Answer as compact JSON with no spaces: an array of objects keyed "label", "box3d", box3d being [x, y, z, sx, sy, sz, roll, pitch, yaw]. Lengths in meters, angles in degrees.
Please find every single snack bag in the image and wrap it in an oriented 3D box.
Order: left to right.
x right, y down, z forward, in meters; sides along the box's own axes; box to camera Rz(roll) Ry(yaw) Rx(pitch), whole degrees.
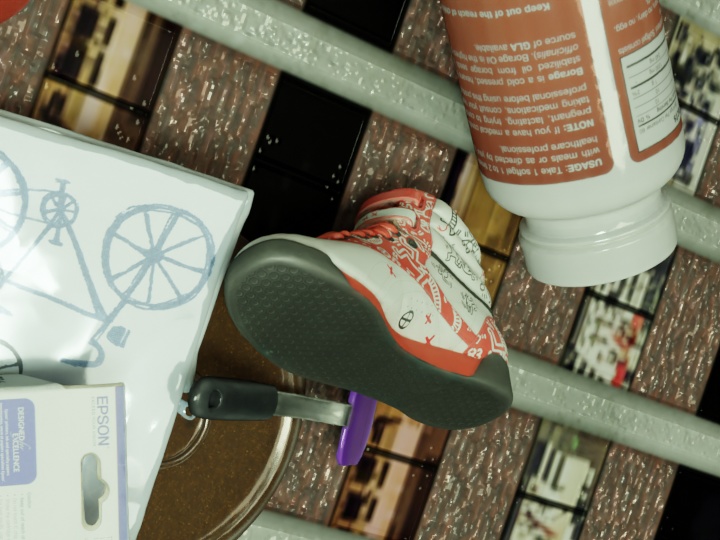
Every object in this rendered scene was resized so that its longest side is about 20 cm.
[{"label":"snack bag","box3d":[-0.162,0.031,0.876,0.188,0.021,0.200,16,92,-19]}]

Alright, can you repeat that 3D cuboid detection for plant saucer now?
[{"label":"plant saucer","box3d":[-0.103,0.068,0.951,0.200,0.034,0.200,-8,104,-35]}]

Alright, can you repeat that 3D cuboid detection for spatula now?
[{"label":"spatula","box3d":[-0.032,0.068,0.959,0.200,0.021,0.057,13,90,-60]}]

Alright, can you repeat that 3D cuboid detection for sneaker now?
[{"label":"sneaker","box3d":[0.000,0.001,0.963,0.201,0.067,0.108,30,41,-44]}]

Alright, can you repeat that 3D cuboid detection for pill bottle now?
[{"label":"pill bottle","box3d":[0.109,-0.099,1.019,0.112,0.112,0.200,-27,115,-29]}]

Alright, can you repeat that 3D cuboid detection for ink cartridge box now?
[{"label":"ink cartridge box","box3d":[-0.202,0.099,0.842,0.200,0.039,0.100,-2,97,-15]}]

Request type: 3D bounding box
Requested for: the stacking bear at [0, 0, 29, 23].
[{"label":"stacking bear","box3d":[-0.216,-0.122,0.784,0.200,0.121,0.114,-23,144,-41]}]
